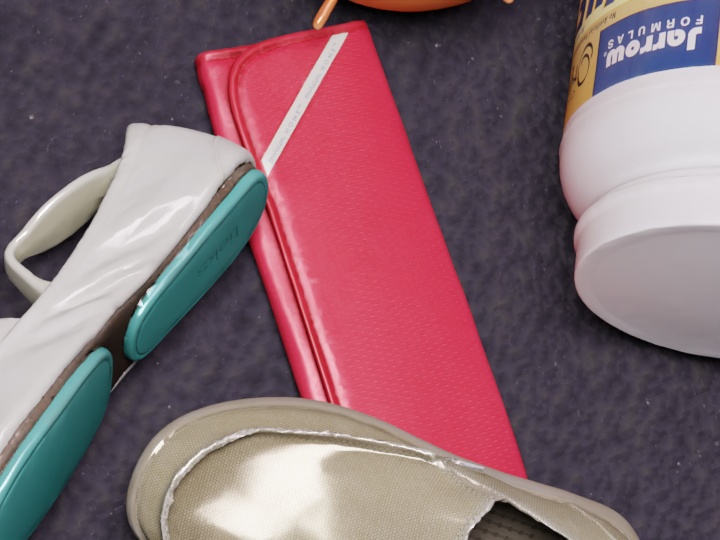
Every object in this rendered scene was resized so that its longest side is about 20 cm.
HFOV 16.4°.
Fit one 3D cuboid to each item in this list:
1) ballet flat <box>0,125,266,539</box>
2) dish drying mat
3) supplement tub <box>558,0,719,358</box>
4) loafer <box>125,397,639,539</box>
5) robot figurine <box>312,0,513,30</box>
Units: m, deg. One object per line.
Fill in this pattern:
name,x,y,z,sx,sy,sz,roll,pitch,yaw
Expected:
ballet flat,-0.108,0.022,0.890,0.069,0.069,0.200,36,57,-2
dish drying mat,0.000,0.000,0.961,0.077,0.018,0.200,-13,73,-23
supplement tub,0.154,-0.079,0.973,0.144,0.144,0.200,15,65,-12
loafer,0.017,0.095,0.889,0.200,0.068,0.076,12,95,-14
robot figurine,0.017,-0.188,0.990,0.144,0.117,0.200,11,65,-26
